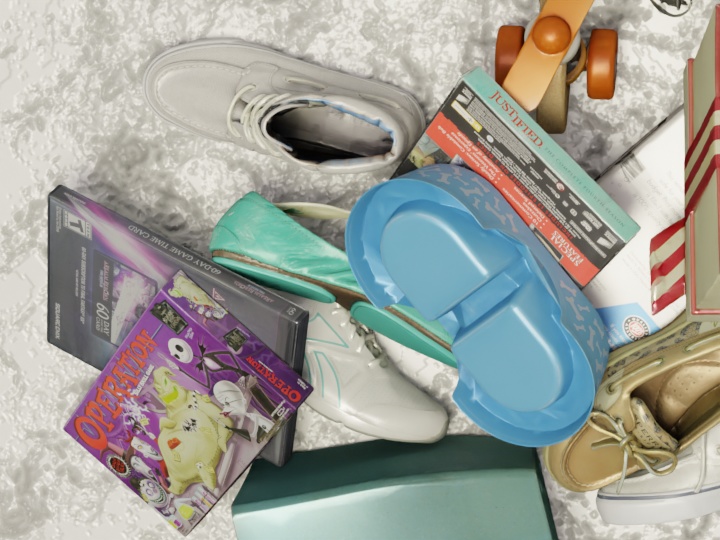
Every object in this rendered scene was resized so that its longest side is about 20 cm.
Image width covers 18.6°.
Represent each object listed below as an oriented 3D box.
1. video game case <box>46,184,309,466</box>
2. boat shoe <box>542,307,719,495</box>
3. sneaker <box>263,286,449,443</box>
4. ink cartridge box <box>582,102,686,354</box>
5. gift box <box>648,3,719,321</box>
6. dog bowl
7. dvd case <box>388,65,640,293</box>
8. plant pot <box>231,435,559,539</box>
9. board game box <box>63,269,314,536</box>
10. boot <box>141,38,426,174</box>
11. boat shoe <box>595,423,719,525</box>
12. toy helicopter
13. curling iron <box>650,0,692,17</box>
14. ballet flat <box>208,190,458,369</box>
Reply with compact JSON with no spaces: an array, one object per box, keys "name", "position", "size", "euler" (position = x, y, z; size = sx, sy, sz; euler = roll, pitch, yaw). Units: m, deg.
[{"name":"video game case","position":[-0.128,0.038,1.485],"size":[0.199,0.019,0.143],"euler":[27,137,19]},{"name":"boat shoe","position":[0.199,0.078,1.406],"size":[0.073,0.063,0.200],"euler":[39,107,-23]},{"name":"sneaker","position":[-0.023,0.052,1.502],"size":[0.200,0.070,0.080],"euler":[29,98,5]},{"name":"ink cartridge box","position":[0.218,-0.039,1.443],"size":[0.200,0.068,0.116],"euler":[-41,91,14]},{"name":"gift box","position":[0.270,-0.044,1.299],"size":[0.184,0.187,0.201],"euler":[5,82,4]},{"name":"dog bowl","position":[0.079,0.018,1.391],"size":[0.200,0.050,0.111],"euler":[50,132,-2]},{"name":"dvd case","position":[0.085,-0.029,1.420],"size":[0.146,0.022,0.200],"euler":[45,147,6]},{"name":"plant pot","position":[0.033,0.189,1.484],"size":[0.199,0.141,0.142],"euler":[-13,97,6]},{"name":"board game box","position":[-0.121,0.095,1.495],"size":[0.120,0.032,0.200],"euler":[44,139,4]},{"name":"boot","position":[-0.058,-0.109,1.466],"size":[0.199,0.096,0.074],"euler":[9,101,9]},{"name":"boat shoe","position":[0.248,0.107,1.461],"size":[0.201,0.075,0.086],"euler":[-16,97,10]},{"name":"toy helicopter","position":[0.121,-0.181,1.387],"size":[0.079,0.132,0.201],"euler":[4,114,10]},{"name":"curling iron","position":[0.273,-0.213,1.421],"size":[0.199,0.026,0.050],"euler":[-19,59,9]},{"name":"ballet flat","position":[0.000,0.000,1.457],"size":[0.199,0.067,0.071],"euler":[23,79,-5]}]
